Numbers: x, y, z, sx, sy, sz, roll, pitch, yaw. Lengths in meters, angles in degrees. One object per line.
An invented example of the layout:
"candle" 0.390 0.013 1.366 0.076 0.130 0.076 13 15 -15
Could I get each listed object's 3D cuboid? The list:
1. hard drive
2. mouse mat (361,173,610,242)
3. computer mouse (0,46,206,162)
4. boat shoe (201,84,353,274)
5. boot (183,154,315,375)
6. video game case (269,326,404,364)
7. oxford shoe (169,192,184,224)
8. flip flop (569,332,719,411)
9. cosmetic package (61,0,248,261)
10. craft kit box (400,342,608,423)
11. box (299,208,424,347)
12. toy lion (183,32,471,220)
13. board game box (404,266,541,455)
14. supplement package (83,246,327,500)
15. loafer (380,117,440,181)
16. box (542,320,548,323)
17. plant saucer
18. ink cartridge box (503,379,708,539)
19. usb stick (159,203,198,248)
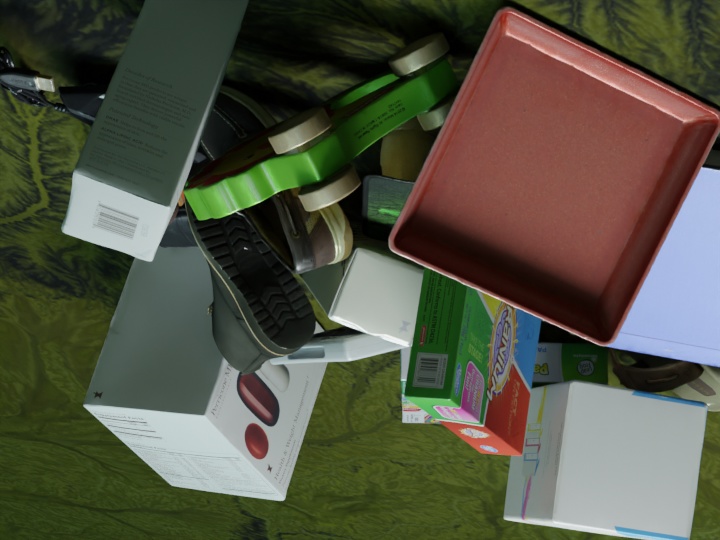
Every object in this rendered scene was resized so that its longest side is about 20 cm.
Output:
"hard drive" 0.263 -0.011 1.542 0.131 0.025 0.201 10 130 9
"mouse mat" 0.099 -0.036 1.554 0.199 0.008 0.161 8 163 3
"computer mouse" -0.228 -0.151 1.636 0.199 0.046 0.140 20 175 16
"boat shoe" -0.087 -0.078 1.586 0.200 0.065 0.073 46 141 24
"boot" -0.126 -0.001 1.750 0.077 0.201 0.138 -18 171 -26
"video game case" 0.037 0.054 1.761 0.199 0.023 0.182 -12 -178 -25
"oxford shoe" -0.203 -0.070 1.719 0.071 0.073 0.200 21 171 14
"flip flop" 0.264 0.089 1.693 0.081 0.058 0.200 -9 147 46
"cosmetic package" -0.159 -0.123 1.482 0.081 0.201 0.113 19 153 -6
"craft kit box" 0.137 0.112 1.871 0.196 0.049 0.200 -2 164 2
"box" 0.000 0.000 1.673 0.082 0.069 0.200 20 -172 -17
"toy lion" -0.036 -0.102 1.476 0.191 0.200 0.069 -6 116 59
"board game box" 0.098 0.058 1.586 0.040 0.154 0.200 3 164 23
"supplement package" -0.150 0.104 1.957 0.146 0.192 0.200 3 152 27
"loafer" 0.056 -0.058 1.631 0.075 0.069 0.200 5 153 25
"box" 0.245 0.005 1.659 0.157 0.050 0.200 15 155 5
"plant saucer" 0.144 -0.071 1.441 0.199 0.201 0.037 24 -173 -15
"ink cartridge box" 0.214 0.174 1.727 0.128 0.126 0.200 9 172 -8
"usb stick" -0.127 -0.046 1.823 0.199 0.033 0.055 -1 142 36
